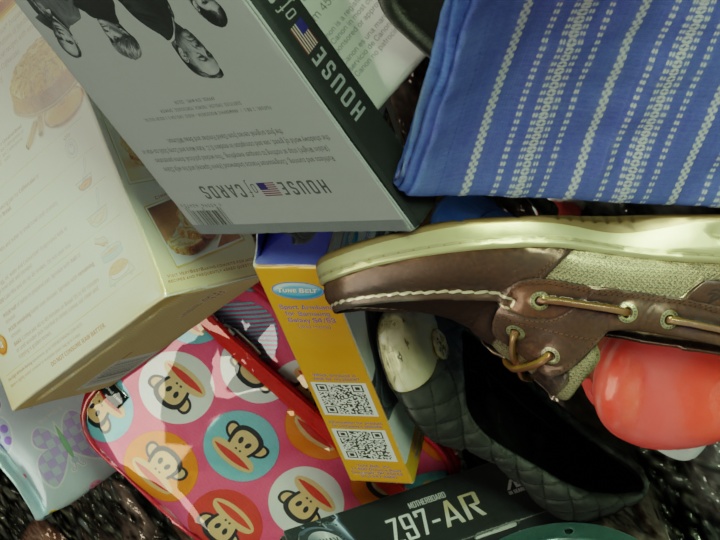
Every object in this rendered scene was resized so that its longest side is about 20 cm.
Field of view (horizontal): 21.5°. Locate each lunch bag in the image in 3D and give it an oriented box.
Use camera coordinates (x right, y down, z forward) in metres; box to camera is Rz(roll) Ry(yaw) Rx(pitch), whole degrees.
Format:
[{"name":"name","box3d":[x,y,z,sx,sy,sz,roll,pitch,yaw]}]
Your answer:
[{"name":"lunch bag","box3d":[-0.040,0.080,1.077,0.200,0.082,0.176,41,110,-10]},{"name":"lunch bag","box3d":[-0.187,0.020,1.173,0.201,0.169,0.127,54,176,-10]}]

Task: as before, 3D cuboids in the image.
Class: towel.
[{"name":"towel","box3d":[0.119,-0.068,0.691,0.145,0.198,0.024,107,162,-51]}]

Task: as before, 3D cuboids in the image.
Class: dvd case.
[{"name":"dvd case","box3d":[-0.073,-0.093,0.752,0.150,0.025,0.200,2,137,50]}]

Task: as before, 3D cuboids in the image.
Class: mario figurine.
[{"name":"mario figurine","box3d":[0.120,0.012,0.886,0.123,0.107,0.200,30,-177,-45]}]

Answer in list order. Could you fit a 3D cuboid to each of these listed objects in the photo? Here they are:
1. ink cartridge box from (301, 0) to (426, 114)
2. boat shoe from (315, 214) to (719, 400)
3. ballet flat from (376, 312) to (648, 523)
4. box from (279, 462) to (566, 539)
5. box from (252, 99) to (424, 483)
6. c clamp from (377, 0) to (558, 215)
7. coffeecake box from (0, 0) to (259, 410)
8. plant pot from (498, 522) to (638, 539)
[{"name":"ink cartridge box","box3d":[-0.019,-0.185,0.734,0.200,0.083,0.147,41,114,-6]},{"name":"boat shoe","box3d":[0.081,0.017,0.775,0.072,0.197,0.073,119,150,-85]},{"name":"ballet flat","box3d":[0.075,0.067,0.947,0.056,0.067,0.200,-15,143,35]},{"name":"box","box3d":[0.037,0.200,1.083,0.201,0.159,0.044,89,158,-47]},{"name":"box","box3d":[0.000,0.000,0.927,0.041,0.120,0.201,2,142,18]},{"name":"c clamp","box3d":[0.096,-0.104,0.688,0.199,0.027,0.170,-28,138,31]},{"name":"coffeecake box","box3d":[-0.153,-0.053,0.987,0.153,0.073,0.202,-33,76,43]},{"name":"plant pot","box3d":[0.109,0.217,0.973,0.199,0.200,0.135,23,136,39]}]
